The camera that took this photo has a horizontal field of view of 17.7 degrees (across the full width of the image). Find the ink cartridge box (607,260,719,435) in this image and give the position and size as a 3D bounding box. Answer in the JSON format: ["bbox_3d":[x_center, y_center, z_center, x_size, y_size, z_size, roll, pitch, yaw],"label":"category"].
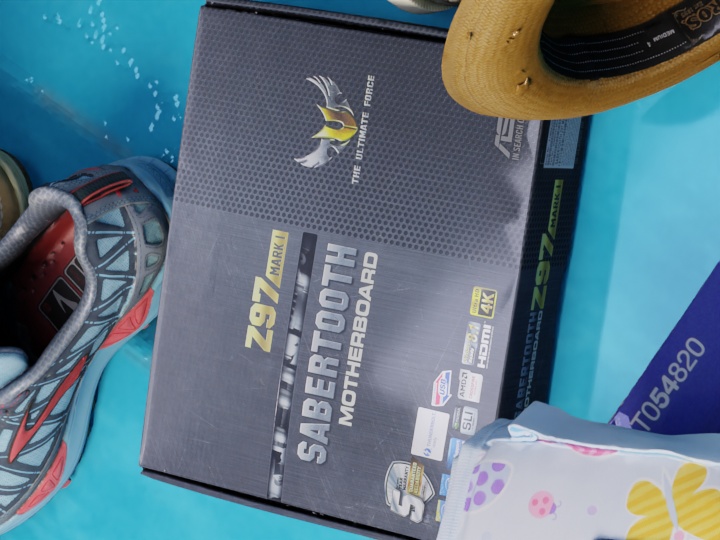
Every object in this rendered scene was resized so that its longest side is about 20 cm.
[{"bbox_3d":[0.205,0.047,0.821,0.200,0.041,0.200,38,109,21],"label":"ink cartridge box"}]

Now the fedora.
[{"bbox_3d":[0.100,-0.135,0.790,0.201,0.200,0.082,-39,66,23],"label":"fedora"}]

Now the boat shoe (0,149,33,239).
[{"bbox_3d":[-0.238,-0.007,1.026,0.200,0.076,0.072,-18,84,26],"label":"boat shoe"}]

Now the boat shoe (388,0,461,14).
[{"bbox_3d":[-0.004,-0.166,0.838,0.066,0.199,0.075,3,54,48],"label":"boat shoe"}]

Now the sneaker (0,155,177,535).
[{"bbox_3d":[-0.152,0.034,0.972,0.079,0.095,0.200,38,108,21],"label":"sneaker"}]

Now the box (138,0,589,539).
[{"bbox_3d":[0.000,0.000,0.918,0.157,0.051,0.200,12,97,27],"label":"box"}]

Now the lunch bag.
[{"bbox_3d":[0.113,0.151,0.791,0.169,0.127,0.200,7,114,35],"label":"lunch bag"}]
